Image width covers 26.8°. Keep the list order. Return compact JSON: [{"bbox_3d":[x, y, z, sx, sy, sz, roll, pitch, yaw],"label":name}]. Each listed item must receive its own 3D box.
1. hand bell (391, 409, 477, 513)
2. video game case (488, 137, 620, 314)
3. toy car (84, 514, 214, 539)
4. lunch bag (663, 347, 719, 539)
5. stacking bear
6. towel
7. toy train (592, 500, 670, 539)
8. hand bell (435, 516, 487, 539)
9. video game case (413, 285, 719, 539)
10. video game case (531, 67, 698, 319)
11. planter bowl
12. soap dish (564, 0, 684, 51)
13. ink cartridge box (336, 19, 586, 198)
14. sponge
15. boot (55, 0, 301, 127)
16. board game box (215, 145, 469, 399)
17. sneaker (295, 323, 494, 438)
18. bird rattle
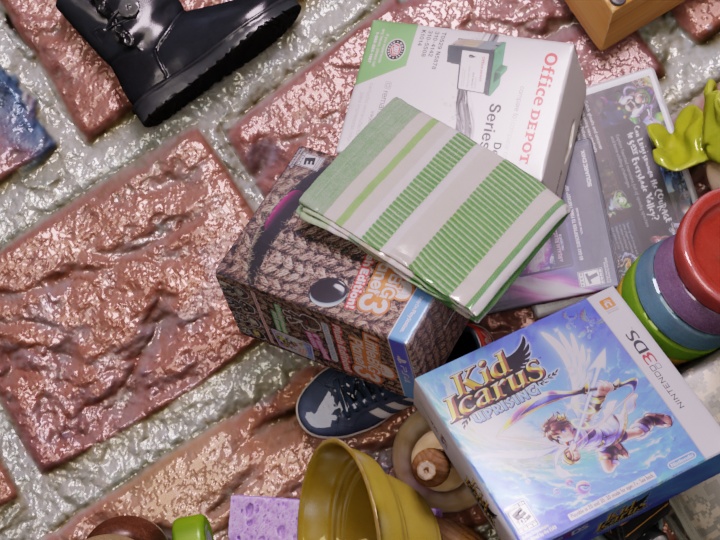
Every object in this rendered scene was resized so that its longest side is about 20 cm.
[{"bbox_3d":[0.068,0.167,1.326,0.104,0.200,0.105,-1,85,8],"label":"hand bell"},{"bbox_3d":[0.134,-0.034,1.428,0.199,0.019,0.144,-12,81,9],"label":"video game case"},{"bbox_3d":[-0.217,0.296,1.332,0.163,0.200,0.159,-12,80,2],"label":"toy car"},{"bbox_3d":[0.338,0.172,1.350,0.164,0.118,0.201,-32,85,-1],"label":"lunch bag"},{"bbox_3d":[0.274,0.036,1.348,0.113,0.200,0.122,-20,72,-36],"label":"stacking bear"},{"bbox_3d":[0.063,-0.055,1.308,0.200,0.023,0.153,32,65,24],"label":"towel"},{"bbox_3d":[0.191,0.176,1.332,0.085,0.114,0.200,-30,40,-21],"label":"toy train"},{"bbox_3d":[0.142,0.277,1.336,0.199,0.104,0.104,31,85,-1],"label":"hand bell"},{"bbox_3d":[0.172,0.126,1.247,0.199,0.046,0.182,-24,56,-14],"label":"video game case"},{"bbox_3d":[0.224,-0.074,1.446,0.181,0.023,0.201,-17,80,2],"label":"video game case"},{"bbox_3d":[0.016,0.243,1.297,0.083,0.200,0.202,0,80,-23],"label":"planter bowl"},{"bbox_3d":[0.272,-0.329,1.451,0.199,0.081,0.158,-32,80,-2],"label":"soap dish"},{"bbox_3d":[0.096,-0.143,1.406,0.199,0.084,0.147,9,72,18],"label":"ink cartridge box"},{"bbox_3d":[-0.025,0.268,1.385,0.199,0.030,0.112,1,81,15],"label":"sponge"},{"bbox_3d":[-0.181,-0.261,1.476,0.200,0.076,0.169,-35,84,5],"label":"boot"},{"bbox_3d":[0.000,0.000,1.362,0.199,0.097,0.160,19,61,24],"label":"board game box"},{"bbox_3d":[0.030,0.096,1.402,0.199,0.085,0.075,-25,80,0],"label":"sneaker"},{"bbox_3d":[0.366,-0.085,1.392,0.163,0.113,0.201,-29,86,-28],"label":"bird rattle"}]
